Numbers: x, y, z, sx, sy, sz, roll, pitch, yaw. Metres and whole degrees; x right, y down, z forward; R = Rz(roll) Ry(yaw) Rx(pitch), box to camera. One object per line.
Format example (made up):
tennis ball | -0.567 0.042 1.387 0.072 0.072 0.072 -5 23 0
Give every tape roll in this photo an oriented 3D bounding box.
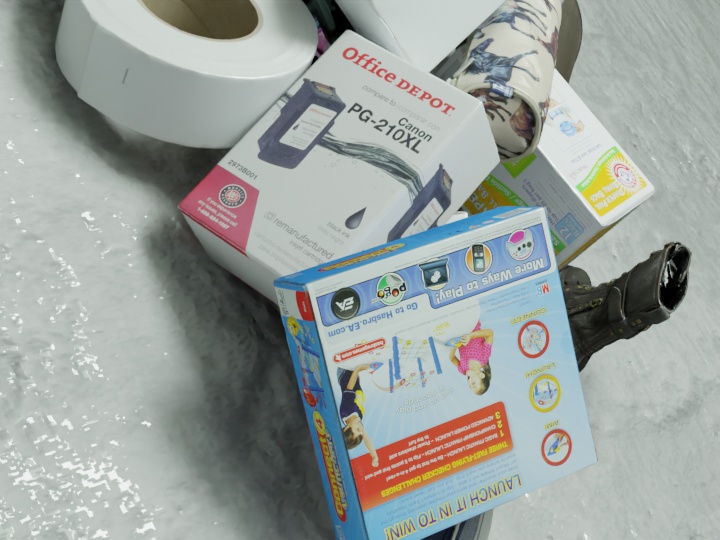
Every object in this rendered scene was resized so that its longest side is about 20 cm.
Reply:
tape roll | -0.138 -0.185 1.160 0.202 0.071 0.203 15 38 -13

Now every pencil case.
pencil case | 0.120 -0.186 1.210 0.089 0.078 0.200 36 45 -24

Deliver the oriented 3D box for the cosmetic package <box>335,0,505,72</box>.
cosmetic package | 0.073 -0.263 1.173 0.113 0.200 0.081 55 -11 -34

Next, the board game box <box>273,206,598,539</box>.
board game box | 0.057 0.074 1.032 0.200 0.056 0.196 -18 101 -26

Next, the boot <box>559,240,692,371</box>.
boot | 0.250 0.025 1.413 0.069 0.174 0.200 43 34 -15

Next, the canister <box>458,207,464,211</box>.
canister | 0.092 -0.059 1.380 0.200 0.087 0.148 54 35 7

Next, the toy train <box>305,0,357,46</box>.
toy train | -0.017 -0.250 1.250 0.200 0.085 0.114 63 -1 -32

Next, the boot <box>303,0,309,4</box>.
boot | -0.089 -0.283 1.348 0.146 0.070 0.200 42 42 22

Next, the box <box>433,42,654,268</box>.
box | 0.145 -0.102 1.302 0.200 0.113 0.101 51 43 8

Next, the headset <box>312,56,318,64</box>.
headset | -0.067 -0.163 1.273 0.200 0.094 0.123 44 32 8

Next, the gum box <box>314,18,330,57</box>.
gum box | 0.003 -0.269 1.487 0.200 0.066 0.114 -11 66 -55

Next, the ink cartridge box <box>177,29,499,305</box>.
ink cartridge box | -0.013 -0.067 1.107 0.145 0.200 0.084 33 -17 30

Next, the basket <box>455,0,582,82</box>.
basket | 0.155 -0.195 1.539 0.136 0.180 0.200 11 45 7

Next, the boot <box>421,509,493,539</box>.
boot | 0.062 0.130 1.098 0.090 0.073 0.200 -3 98 -50

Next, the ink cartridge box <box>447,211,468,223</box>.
ink cartridge box | 0.073 0.058 1.206 0.037 0.095 0.200 -5 81 -10
